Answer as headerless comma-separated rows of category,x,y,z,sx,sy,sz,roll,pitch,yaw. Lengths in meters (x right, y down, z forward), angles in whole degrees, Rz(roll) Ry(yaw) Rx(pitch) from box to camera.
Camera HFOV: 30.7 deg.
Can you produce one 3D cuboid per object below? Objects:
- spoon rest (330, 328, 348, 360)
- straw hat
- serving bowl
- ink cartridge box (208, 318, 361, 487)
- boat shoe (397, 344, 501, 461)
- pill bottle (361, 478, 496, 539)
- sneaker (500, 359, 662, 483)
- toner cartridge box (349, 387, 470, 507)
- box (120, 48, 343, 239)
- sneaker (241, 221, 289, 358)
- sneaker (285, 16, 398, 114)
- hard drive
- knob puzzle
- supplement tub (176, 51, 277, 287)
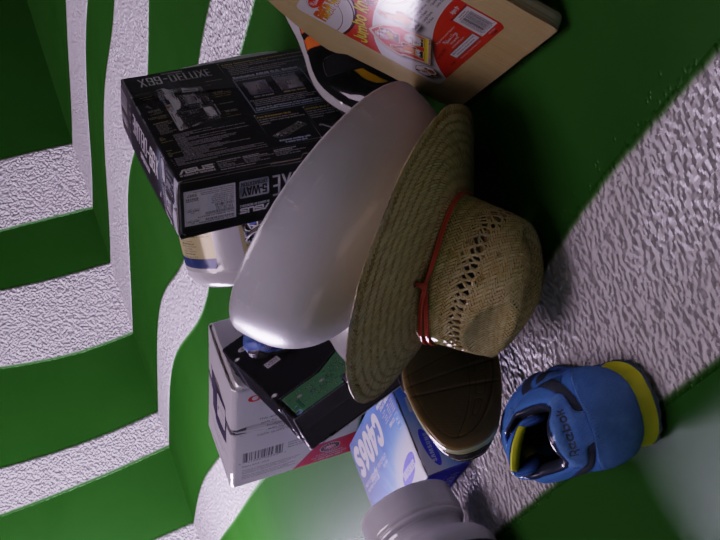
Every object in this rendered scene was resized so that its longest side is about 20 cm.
spoon rest,0.000,0.000,1.054,0.201,0.060,0.100,-94,-2,-58
straw hat,0.070,0.003,0.831,0.084,0.202,0.202,19,137,18
serving bowl,0.000,-0.024,0.874,0.066,0.200,0.201,35,151,13
ink cartridge box,-0.074,0.119,1.315,0.201,0.143,0.085,99,151,-54
boat shoe,0.060,0.065,0.972,0.202,0.071,0.066,-110,4,-45
pill bottle,0.075,0.270,1.028,0.112,0.110,0.201,97,152,-52
sneaker,0.112,0.099,0.821,0.200,0.078,0.067,139,112,-73
toner cartridge box,0.039,0.162,1.166,0.200,0.043,0.096,111,139,-63
box,-0.068,-0.106,0.999,0.158,0.198,0.050,-126,29,-46
sneaker,-0.077,-0.020,1.147,0.078,0.089,0.202,-12,58,40
sneaker,-0.014,-0.195,0.969,0.091,0.069,0.201,87,161,-45
hard drive,-0.028,0.070,1.125,0.038,0.139,0.200,59,167,-22
knob puzzle,0.006,-0.177,0.796,0.031,0.218,0.219,-66,11,-13
supplement tub,-0.117,-0.099,1.259,0.144,0.143,0.202,-153,50,-67
